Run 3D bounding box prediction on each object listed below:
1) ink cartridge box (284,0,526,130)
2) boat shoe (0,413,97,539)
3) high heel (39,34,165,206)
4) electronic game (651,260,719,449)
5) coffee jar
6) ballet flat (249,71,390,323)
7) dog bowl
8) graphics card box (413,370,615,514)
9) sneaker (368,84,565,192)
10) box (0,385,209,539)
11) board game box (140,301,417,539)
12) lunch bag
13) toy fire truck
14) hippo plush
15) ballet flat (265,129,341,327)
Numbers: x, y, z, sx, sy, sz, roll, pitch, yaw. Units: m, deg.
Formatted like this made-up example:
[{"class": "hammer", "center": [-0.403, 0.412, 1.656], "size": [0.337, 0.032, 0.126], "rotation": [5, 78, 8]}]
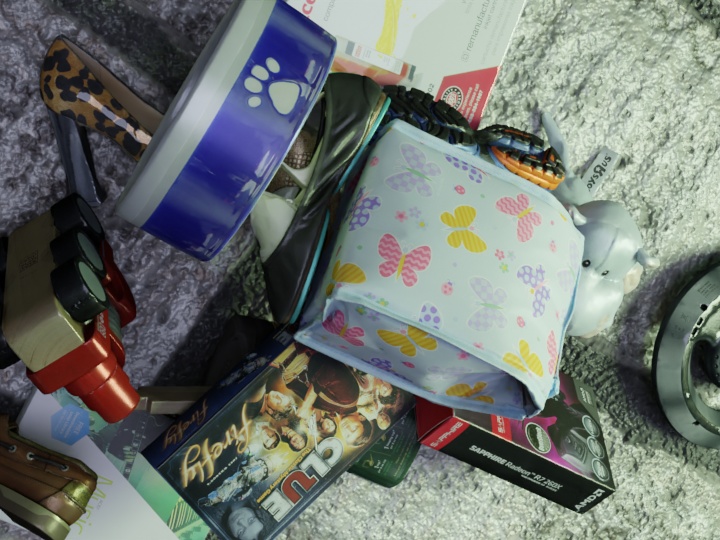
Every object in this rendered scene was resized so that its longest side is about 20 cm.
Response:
[{"class": "ink cartridge box", "center": [0.021, -0.209, 1.104], "size": [0.199, 0.083, 0.146], "rotation": [19, 97, -18]}, {"class": "boat shoe", "center": [-0.307, 0.153, 1.075], "size": [0.199, 0.072, 0.068], "rotation": [27, 67, 15]}, {"class": "high heel", "center": [-0.161, -0.137, 1.075], "size": [0.199, 0.071, 0.143], "rotation": [-11, 110, -3]}, {"class": "electronic game", "center": [0.374, 0.081, 1.278], "size": [0.199, 0.042, 0.201], "rotation": [-6, 107, -21]}, {"class": "coffee jar", "center": [-0.042, 0.115, 1.153], "size": [0.199, 0.085, 0.105], "rotation": [22, 103, -18]}, {"class": "ballet flat", "center": [-0.045, -0.061, 0.990], "size": [0.068, 0.068, 0.201], "rotation": [24, 82, -9]}, {"class": "dog bowl", "center": [-0.101, -0.110, 0.966], "size": [0.079, 0.200, 0.201], "rotation": [31, 92, -13]}, {"class": "graphics card box", "center": [0.136, 0.129, 1.166], "size": [0.200, 0.126, 0.051], "rotation": [29, 126, -27]}, {"class": "sneaker", "center": [0.070, -0.088, 1.072], "size": [0.199, 0.075, 0.079], "rotation": [20, 122, -16]}, {"class": "box", "center": [-0.218, 0.182, 1.146], "size": [0.199, 0.036, 0.145], "rotation": [27, 94, -19]}, {"class": "board game box", "center": [-0.061, 0.127, 1.058], "size": [0.200, 0.035, 0.136], "rotation": [-43, 125, -11]}, {"class": "lunch bag", "center": [0.070, 0.010, 1.007], "size": [0.199, 0.127, 0.170], "rotation": [22, 62, -10]}, {"class": "toy fire truck", "center": [-0.201, 0.053, 1.053], "size": [0.128, 0.176, 0.200], "rotation": [-30, 120, 4]}, {"class": "hippo plush", "center": [0.208, -0.011, 1.153], "size": [0.159, 0.161, 0.201], "rotation": [27, 94, -18]}, {"class": "ballet flat", "center": [-0.048, -0.020, 1.065], "size": [0.070, 0.065, 0.201], "rotation": [-2, 128, 6]}]
